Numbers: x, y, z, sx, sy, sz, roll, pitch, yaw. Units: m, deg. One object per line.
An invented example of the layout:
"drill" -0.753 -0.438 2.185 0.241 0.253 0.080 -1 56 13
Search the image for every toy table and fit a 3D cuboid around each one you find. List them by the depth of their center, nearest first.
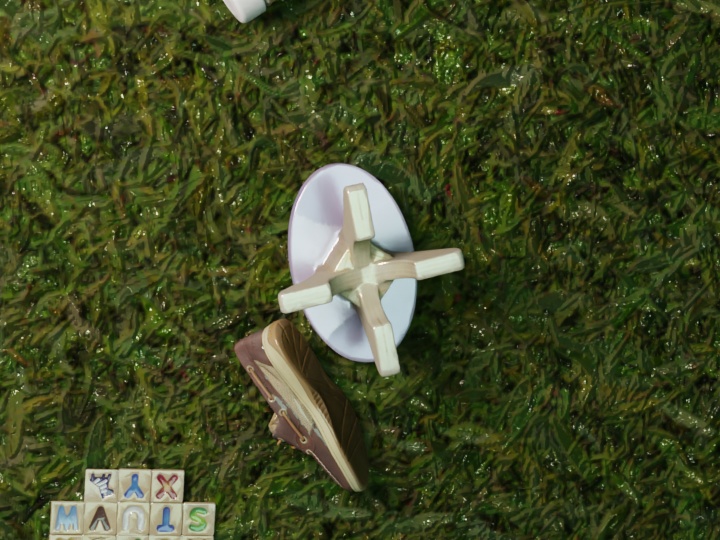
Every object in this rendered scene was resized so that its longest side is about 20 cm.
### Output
"toy table" 0.000 0.000 1.633 0.183 0.117 0.201 -25 102 -8

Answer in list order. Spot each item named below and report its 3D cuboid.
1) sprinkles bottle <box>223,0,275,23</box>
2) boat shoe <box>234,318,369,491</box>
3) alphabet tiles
"sprinkles bottle" -0.049 -0.319 1.608 0.199 0.068 0.069 -34 102 -6
"boat shoe" -0.059 0.143 1.671 0.072 0.072 0.201 -22 114 22
"alphabet tiles" -0.231 0.299 1.677 0.165 0.006 0.202 3 96 -12
